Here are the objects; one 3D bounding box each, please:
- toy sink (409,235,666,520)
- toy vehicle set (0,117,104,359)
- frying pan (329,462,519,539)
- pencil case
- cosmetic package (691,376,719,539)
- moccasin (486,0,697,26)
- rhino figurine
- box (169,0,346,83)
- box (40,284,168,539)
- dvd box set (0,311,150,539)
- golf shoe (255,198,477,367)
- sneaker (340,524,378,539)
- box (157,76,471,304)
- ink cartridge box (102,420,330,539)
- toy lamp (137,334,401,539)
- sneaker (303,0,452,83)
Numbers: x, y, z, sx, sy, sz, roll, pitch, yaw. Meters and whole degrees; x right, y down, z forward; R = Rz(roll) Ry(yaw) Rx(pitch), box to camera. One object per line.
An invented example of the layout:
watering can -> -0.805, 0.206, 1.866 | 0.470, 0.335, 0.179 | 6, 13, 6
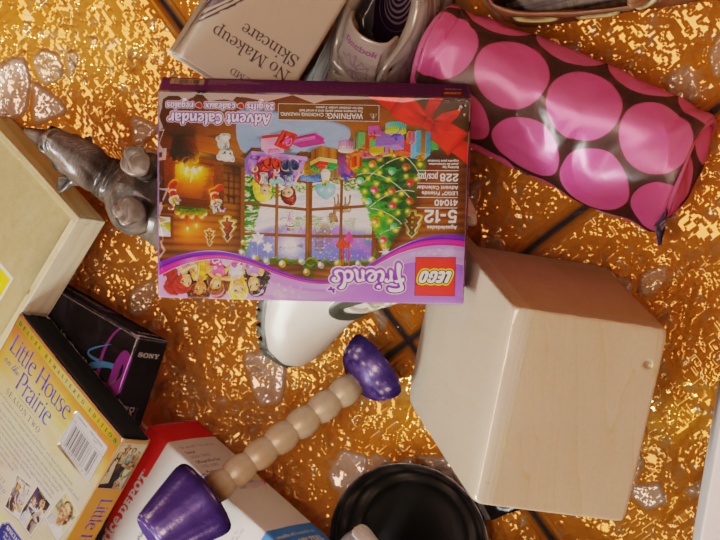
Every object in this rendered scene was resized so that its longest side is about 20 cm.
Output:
toy sink -> 0.115, 0.064, 1.686 | 0.111, 0.200, 0.131 | 8, 103, -14
toy vehicle set -> -0.272, 0.006, 1.832 | 0.124, 0.026, 0.201 | 46, 113, 32
frying pan -> 0.059, 0.161, 1.775 | 0.115, 0.031, 0.190 | 43, 109, 3
pencil case -> 0.126, -0.095, 1.674 | 0.199, 0.091, 0.094 | 27, 139, 9
cosmetic package -> 0.259, 0.163, 1.668 | 0.084, 0.108, 0.202 | 8, 102, 6
moccasin -> 0.176, -0.201, 1.644 | 0.200, 0.078, 0.074 | -7, 98, 19
rhino figurine -> -0.143, -0.049, 1.736 | 0.199, 0.087, 0.060 | 26, 86, 10
box -> -0.039, -0.205, 1.671 | 0.082, 0.068, 0.201 | 30, 91, -11
box -> -0.219, 0.115, 1.814 | 0.143, 0.036, 0.201 | 27, 102, 41
dvd box set -> -0.234, 0.152, 1.777 | 0.146, 0.029, 0.201 | 44, 113, 37
golf shoe -> 0.000, 0.000, 1.723 | 0.088, 0.077, 0.201 | 51, 121, 32
sneaker -> -0.014, 0.261, 1.760 | 0.078, 0.077, 0.201 | -128, 37, -48
box -> -0.030, -0.050, 1.641 | 0.198, 0.039, 0.138 | 1, 107, 0
ink cartridge box -> -0.119, 0.187, 1.808 | 0.200, 0.067, 0.117 | 40, 110, 23
toy lamp -> -0.063, 0.121, 1.738 | 0.200, 0.058, 0.058 | -38, 87, -15
sneaker -> -0.005, -0.132, 1.706 | 0.074, 0.100, 0.201 | 26, 109, 10
